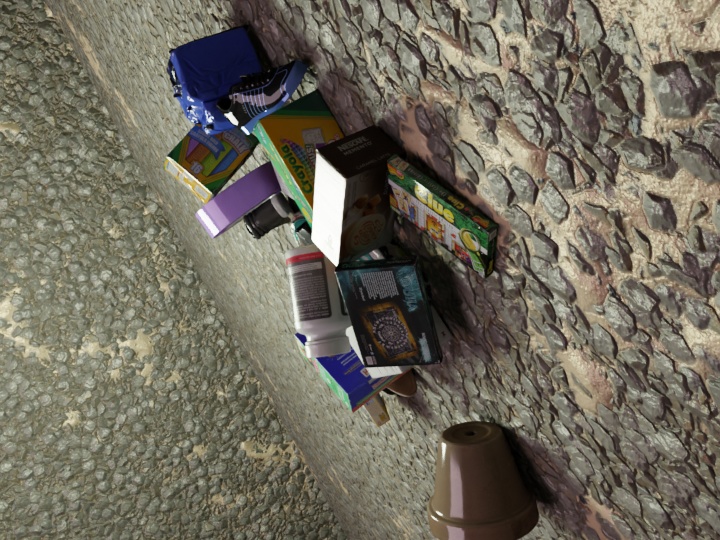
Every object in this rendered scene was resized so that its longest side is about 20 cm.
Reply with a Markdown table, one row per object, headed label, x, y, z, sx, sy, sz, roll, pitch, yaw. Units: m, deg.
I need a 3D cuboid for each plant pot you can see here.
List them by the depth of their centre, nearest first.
| label | x | y | z | sx | sy | sz | roll | pitch | yaw |
| --- | --- | --- | --- | --- | --- | --- | --- | --- | --- |
| plant pot | 0.210 | 0.373 | 1.424 | 0.200 | 0.200 | 0.175 | 13 | 115 | 64 |

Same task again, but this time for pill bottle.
| label | x | y | z | sx | sy | sz | roll | pitch | yaw |
| --- | --- | --- | --- | --- | --- | --- | --- | --- | --- |
| pill bottle | -0.071 | 0.055 | 1.439 | 0.111 | 0.111 | 0.200 | 159 | 104 | -71 |

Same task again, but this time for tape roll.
| label | x | y | z | sx | sy | sz | roll | pitch | yaw |
| --- | --- | --- | --- | --- | --- | --- | --- | --- | --- |
| tape roll | -0.256 | -0.152 | 1.709 | 0.066 | 0.200 | 0.200 | 55 | 162 | -4 |

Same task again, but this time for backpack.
| label | x | y | z | sx | sy | sz | roll | pitch | yaw |
| --- | --- | --- | --- | --- | --- | --- | --- | --- | --- |
| backpack | -0.277 | -0.345 | 1.499 | 0.200 | 0.162 | 0.168 | 173 | 80 | -74 |

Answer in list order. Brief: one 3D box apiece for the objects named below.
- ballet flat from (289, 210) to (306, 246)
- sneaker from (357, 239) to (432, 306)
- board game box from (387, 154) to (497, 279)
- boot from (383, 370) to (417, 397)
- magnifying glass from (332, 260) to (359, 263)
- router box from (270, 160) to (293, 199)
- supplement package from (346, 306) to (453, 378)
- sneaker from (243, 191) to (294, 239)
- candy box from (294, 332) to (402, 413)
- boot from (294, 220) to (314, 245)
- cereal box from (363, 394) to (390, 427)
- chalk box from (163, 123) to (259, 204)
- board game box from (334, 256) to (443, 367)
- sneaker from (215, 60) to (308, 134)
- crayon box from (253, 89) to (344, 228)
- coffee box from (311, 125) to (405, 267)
| label | x | y | z | sx | sy | sz | roll | pitch | yaw |
| --- | --- | --- | --- | --- | --- | --- | --- | --- | --- |
| ballet flat | -0.096 | -0.047 | 1.713 | 0.064 | 0.076 | 0.200 | -91 | -13 | -61 |
| sneaker | 0.054 | 0.013 | 1.361 | 0.200 | 0.077 | 0.080 | 56 | 132 | 34 |
| board game box | 0.115 | -0.079 | 1.143 | 0.200 | 0.023 | 0.105 | 40 | 153 | 30 |
| boot | 0.064 | 0.234 | 1.741 | 0.200 | 0.070 | 0.146 | 46 | 164 | 35 |
| magnifying glass | 0.000 | 0.000 | 1.437 | 0.200 | 0.022 | 0.080 | 25 | -148 | -60 |
| router box | -0.110 | -0.203 | 1.503 | 0.200 | 0.049 | 0.180 | 34 | 150 | 50 |
| supplement package | 0.063 | 0.117 | 1.461 | 0.117 | 0.117 | 0.200 | 58 | 161 | 1 |
| sneaker | -0.199 | -0.116 | 1.711 | 0.071 | 0.099 | 0.200 | 58 | -174 | -1 |
| candy box | -0.012 | 0.166 | 1.647 | 0.200 | 0.169 | 0.077 | 43 | 160 | 38 |
| boot | -0.061 | -0.013 | 1.580 | 0.200 | 0.066 | 0.165 | 45 | 152 | -14 |
| cereal box | -0.006 | 0.246 | 1.800 | 0.200 | 0.040 | 0.144 | 58 | -179 | -12 |
| chalk box | -0.298 | -0.259 | 1.656 | 0.124 | 0.200 | 0.125 | 40 | 164 | -9 |
| board game box | 0.048 | 0.071 | 1.280 | 0.135 | 0.028 | 0.200 | -4 | 122 | 19 |
| sneaker | -0.171 | -0.305 | 1.345 | 0.078 | 0.070 | 0.200 | 36 | 137 | -23 |
| crayon box | -0.078 | -0.187 | 1.338 | 0.200 | 0.119 | 0.058 | 59 | 161 | -3 |
| coffee box | -0.006 | -0.113 | 1.242 | 0.080 | 0.114 | 0.200 | 47 | 149 | 28 |
